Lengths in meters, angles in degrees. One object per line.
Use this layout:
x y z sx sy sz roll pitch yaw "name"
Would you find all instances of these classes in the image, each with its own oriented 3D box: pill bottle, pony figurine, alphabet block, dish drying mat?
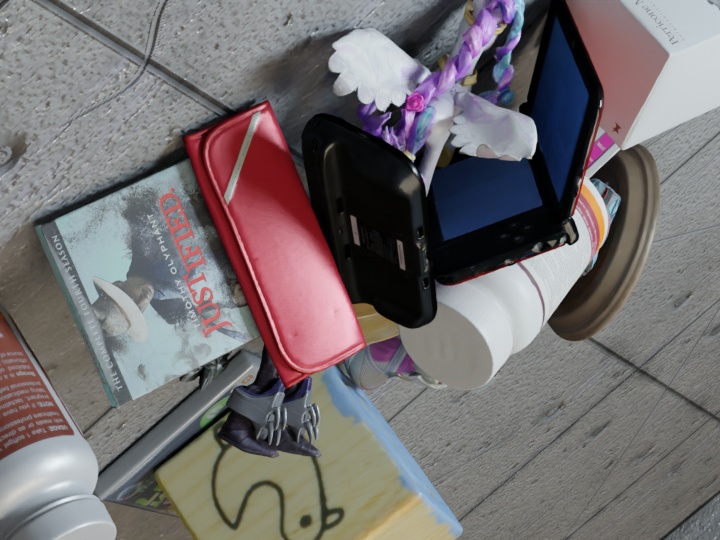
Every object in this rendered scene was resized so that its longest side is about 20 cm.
-0.260 0.128 1.248 0.111 0.201 0.113 -29 155 -15 "pill bottle"
0.053 -0.122 1.326 0.201 0.165 0.194 -61 179 37 "pony figurine"
0.118 0.001 1.442 0.200 0.109 0.110 -49 167 -38 "pill bottle"
-0.046 0.225 1.673 0.199 0.196 0.196 -39 154 1 "alphabet block"
-0.062 -0.019 1.289 0.076 0.202 0.018 -26 -170 -24 "dish drying mat"

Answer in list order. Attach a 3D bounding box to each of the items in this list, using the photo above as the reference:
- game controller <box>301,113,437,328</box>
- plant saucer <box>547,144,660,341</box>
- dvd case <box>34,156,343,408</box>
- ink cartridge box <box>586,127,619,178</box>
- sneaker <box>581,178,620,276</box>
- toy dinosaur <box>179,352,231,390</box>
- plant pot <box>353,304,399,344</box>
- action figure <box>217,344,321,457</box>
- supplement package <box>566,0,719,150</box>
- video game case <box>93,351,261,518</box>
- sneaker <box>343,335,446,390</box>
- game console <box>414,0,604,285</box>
0.009 -0.033 1.296 0.042 0.103 0.201 -57 156 -30 "game controller"
0.223 -0.031 1.674 0.029 0.201 0.201 20 129 -19 "plant saucer"
-0.123 -0.006 1.283 0.198 0.147 0.022 -25 -171 -21 "dvd case"
0.203 -0.115 1.588 0.200 0.037 0.095 -46 -167 15 "ink cartridge box"
0.188 -0.039 1.654 0.096 0.079 0.200 -54 -165 -17 "sneaker"
-0.117 0.011 1.377 0.199 0.102 0.137 14 111 -39 "toy dinosaur"
0.000 0.000 1.520 0.198 0.028 0.201 -12 145 -8 "plant pot"
-0.053 0.047 1.396 0.130 0.069 0.203 1 101 -66 "action figure"
0.272 -0.208 1.466 0.199 0.117 0.118 -25 154 -32 "supplement package"
-0.145 0.166 1.690 0.200 0.023 0.182 -41 156 8 "video game case"
0.056 0.078 1.652 0.081 0.089 0.200 -21 168 -38 "sneaker"
0.112 -0.107 1.385 0.171 0.201 0.120 -20 121 8 "game console"
